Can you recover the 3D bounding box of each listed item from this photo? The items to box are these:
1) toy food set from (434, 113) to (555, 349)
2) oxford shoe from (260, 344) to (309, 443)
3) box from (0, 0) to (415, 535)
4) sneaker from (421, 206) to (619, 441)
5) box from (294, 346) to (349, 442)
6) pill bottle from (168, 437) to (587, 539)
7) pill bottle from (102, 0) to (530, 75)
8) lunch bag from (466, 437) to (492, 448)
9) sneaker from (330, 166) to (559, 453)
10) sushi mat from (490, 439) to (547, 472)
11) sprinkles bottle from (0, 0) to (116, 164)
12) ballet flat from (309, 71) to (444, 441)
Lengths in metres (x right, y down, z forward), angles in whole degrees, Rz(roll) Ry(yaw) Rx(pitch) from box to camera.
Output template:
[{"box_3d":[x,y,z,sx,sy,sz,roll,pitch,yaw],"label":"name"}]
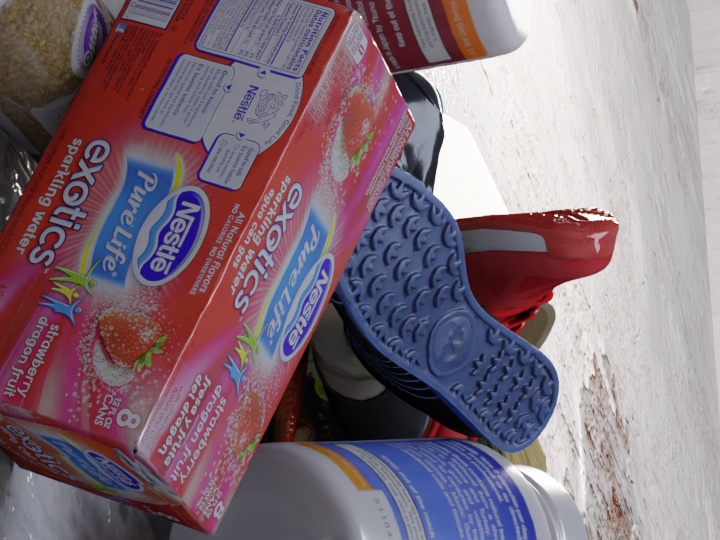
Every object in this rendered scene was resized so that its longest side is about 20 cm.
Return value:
[{"box_3d":[0.018,-0.038,1.544,0.200,0.060,0.144,25,33,-44],"label":"toy food set"},{"box_3d":[-0.064,0.011,1.332,0.071,0.072,0.200,-79,167,-62],"label":"oxford shoe"},{"box_3d":[-0.070,-0.010,1.084,0.200,0.100,0.096,-64,153,-18],"label":"box"},{"box_3d":[0.068,0.032,1.369,0.200,0.078,0.116,-9,-94,64],"label":"sneaker"},{"box_3d":[-0.035,0.038,1.417,0.050,0.075,0.200,-66,144,-70],"label":"box"},{"box_3d":[0.016,0.131,1.229,0.200,0.112,0.112,4,77,-53],"label":"pill bottle"},{"box_3d":[-0.028,-0.141,1.288,0.113,0.200,0.113,-9,90,-77],"label":"pill bottle"},{"box_3d":[0.035,0.143,1.563,0.164,0.117,0.200,-72,156,-70],"label":"lunch bag"},{"box_3d":[0.015,0.013,1.237,0.070,0.078,0.200,-53,135,-16],"label":"sneaker"},{"box_3d":[0.085,0.094,1.511,0.200,0.012,0.096,67,17,-56],"label":"sushi mat"},{"box_3d":[-0.135,-0.095,1.097,0.200,0.068,0.068,54,30,-64],"label":"sprinkles bottle"},{"box_3d":[0.000,0.000,1.328,0.073,0.073,0.200,-42,137,-74],"label":"ballet flat"}]
